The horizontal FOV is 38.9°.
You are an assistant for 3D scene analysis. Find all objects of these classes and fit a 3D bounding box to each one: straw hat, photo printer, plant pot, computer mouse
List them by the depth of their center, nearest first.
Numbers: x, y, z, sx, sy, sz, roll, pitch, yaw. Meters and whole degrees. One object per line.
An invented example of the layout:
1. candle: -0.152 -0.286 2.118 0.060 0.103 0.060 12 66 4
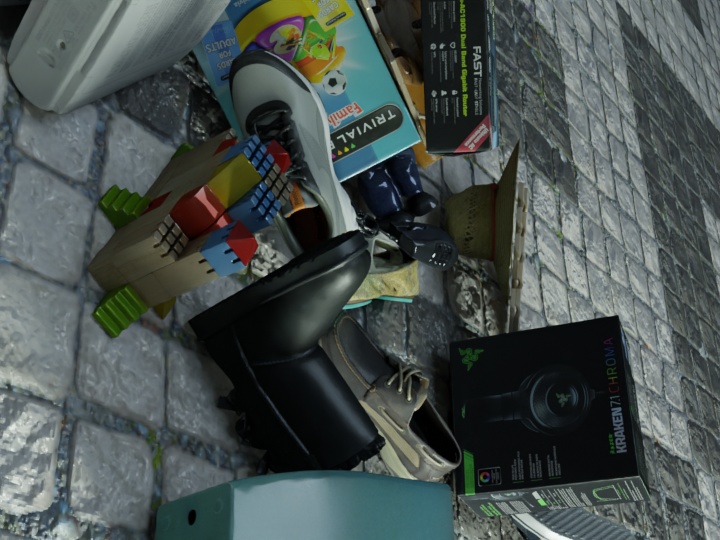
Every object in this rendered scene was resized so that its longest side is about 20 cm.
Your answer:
1. plant pot: -0.046 0.224 0.742 0.199 0.141 0.143 22 55 -40
2. photo printer: -0.160 -0.215 0.780 0.069 0.166 0.200 45 36 0
3. computer mouse: 0.034 -0.044 0.996 0.199 0.034 0.059 21 22 -48
4. straw hat: 0.139 -0.058 1.196 0.201 0.084 0.204 4 90 -81

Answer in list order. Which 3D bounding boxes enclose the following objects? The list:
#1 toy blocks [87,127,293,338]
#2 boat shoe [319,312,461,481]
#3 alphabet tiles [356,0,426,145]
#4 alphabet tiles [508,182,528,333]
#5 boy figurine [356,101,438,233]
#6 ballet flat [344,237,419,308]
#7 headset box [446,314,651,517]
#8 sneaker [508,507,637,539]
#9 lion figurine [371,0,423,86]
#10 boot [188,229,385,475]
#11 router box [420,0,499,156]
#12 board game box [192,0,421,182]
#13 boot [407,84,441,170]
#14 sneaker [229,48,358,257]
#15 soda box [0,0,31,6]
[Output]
1. toy blocks: -0.115 -0.049 0.779 0.100 0.136 0.201 53 36 -23
2. boat shoe: 0.033 0.116 0.967 0.201 0.073 0.075 55 35 -22
3. alphabet tiles: 0.007 -0.227 0.918 0.168 0.007 0.200 67 5 30
4. alphabet tiles: 0.188 0.002 1.218 0.197 0.014 0.201 84 14 -49
5. boy figurine: 0.013 -0.144 1.054 0.124 0.064 0.202 -31 112 -15
6. ballet flat: 0.000 0.000 0.981 0.199 0.070 0.072 -2 74 -60
7. headset box: 0.190 0.156 1.072 0.093 0.198 0.176 50 36 -55
8. sneaker: 0.217 0.297 1.149 0.199 0.080 0.079 33 36 -9
9. lion figurine: 0.046 -0.247 1.051 0.123 0.072 0.202 69 20 -50
10. boot: -0.035 0.075 0.786 0.164 0.197 0.073 60 36 -3
11. router box: 0.096 -0.211 0.967 0.150 0.061 0.203 -42 130 -77
12. board game box: -0.055 -0.175 0.921 0.202 0.150 0.047 63 4 -10
13. boot: 0.043 -0.181 1.133 0.145 0.070 0.201 61 24 6
14. sneaker: -0.057 -0.093 0.871 0.079 0.073 0.202 -55 123 -74
15. soda box: -0.278 -0.220 0.695 0.200 0.068 0.064 -30 98 -58
